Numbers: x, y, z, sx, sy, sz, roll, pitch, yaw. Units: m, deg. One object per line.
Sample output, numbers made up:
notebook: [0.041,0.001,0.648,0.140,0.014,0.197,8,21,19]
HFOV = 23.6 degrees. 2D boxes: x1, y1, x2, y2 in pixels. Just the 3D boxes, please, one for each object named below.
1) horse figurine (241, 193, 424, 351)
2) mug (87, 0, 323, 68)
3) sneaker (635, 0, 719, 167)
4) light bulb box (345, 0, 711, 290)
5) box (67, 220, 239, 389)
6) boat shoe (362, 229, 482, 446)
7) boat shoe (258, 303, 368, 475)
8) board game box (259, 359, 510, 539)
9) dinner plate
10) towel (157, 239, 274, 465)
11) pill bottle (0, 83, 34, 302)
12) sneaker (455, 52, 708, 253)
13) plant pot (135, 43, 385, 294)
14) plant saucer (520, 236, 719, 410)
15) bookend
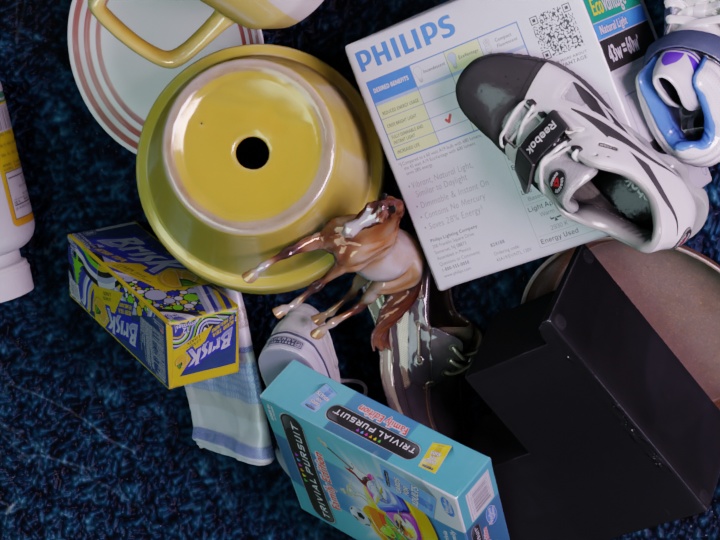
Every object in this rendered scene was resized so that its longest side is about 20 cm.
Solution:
horse figurine: [0.000,0.000,1.314,0.132,0.200,0.050,-34,62,10]
mug: [-0.105,-0.256,1.322,0.186,0.150,0.153,-26,131,37]
sneaker: [0.241,-0.173,1.208,0.080,0.146,0.201,2,106,27]
light bulb box: [0.127,-0.117,1.296,0.198,0.125,0.201,-18,96,31]
box: [-0.180,0.026,1.478,0.200,0.070,0.065,36,131,49]
boat shoe: [0.058,0.062,1.417,0.073,0.074,0.201,-12,101,30]
boat shoe: [-0.038,0.104,1.482,0.074,0.086,0.202,6,136,21]
board game box: [0.023,0.171,1.368,0.200,0.047,0.151,24,146,34]
dinner plate: [-0.165,-0.191,1.485,0.199,0.024,0.201,8,108,26]
towel: [-0.130,0.068,1.503,0.147,0.024,0.201,8,111,61]
pill bottle: [-0.361,-0.070,1.571,0.112,0.113,0.201,-6,103,29]
sneaker: [0.142,-0.081,1.179,0.200,0.088,0.074,34,119,15]
plant pot: [-0.080,-0.083,1.335,0.200,0.189,0.202,0,88,0]
plant saucer: [0.221,0.048,1.321,0.200,0.035,0.201,15,132,18]
bookend: [0.143,0.111,1.323,0.200,0.092,0.199,-26,113,41]
